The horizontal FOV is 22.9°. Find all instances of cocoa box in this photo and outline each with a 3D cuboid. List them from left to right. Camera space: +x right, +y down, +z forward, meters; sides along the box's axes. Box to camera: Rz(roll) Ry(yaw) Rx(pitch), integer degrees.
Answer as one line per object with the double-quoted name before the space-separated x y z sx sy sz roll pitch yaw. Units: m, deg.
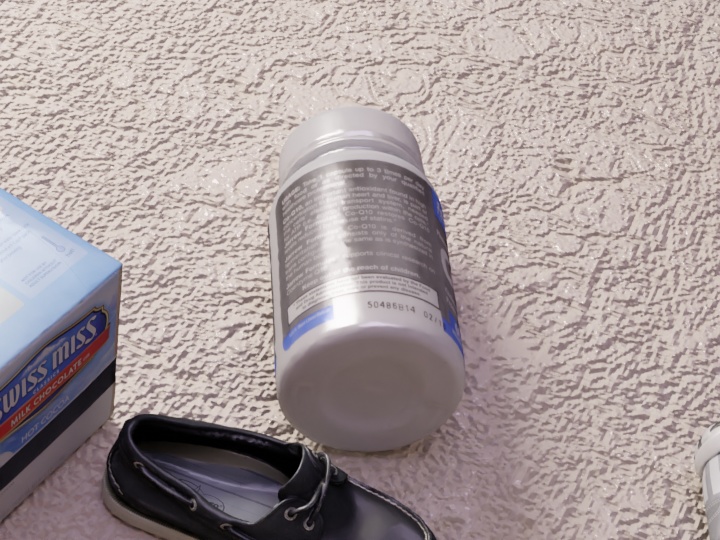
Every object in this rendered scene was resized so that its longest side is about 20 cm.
"cocoa box" -0.240 0.061 0.966 0.133 0.132 0.200 30 47 18

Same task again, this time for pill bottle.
"pill bottle" 0.000 0.000 1.092 0.112 0.114 0.201 3 46 -9

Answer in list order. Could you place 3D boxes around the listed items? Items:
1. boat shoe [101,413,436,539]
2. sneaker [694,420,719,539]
"boat shoe" -0.047 0.124 0.992 0.197 0.067 0.075 20 45 7
"sneaker" 0.296 0.154 1.043 0.197 0.075 0.116 3 49 5
